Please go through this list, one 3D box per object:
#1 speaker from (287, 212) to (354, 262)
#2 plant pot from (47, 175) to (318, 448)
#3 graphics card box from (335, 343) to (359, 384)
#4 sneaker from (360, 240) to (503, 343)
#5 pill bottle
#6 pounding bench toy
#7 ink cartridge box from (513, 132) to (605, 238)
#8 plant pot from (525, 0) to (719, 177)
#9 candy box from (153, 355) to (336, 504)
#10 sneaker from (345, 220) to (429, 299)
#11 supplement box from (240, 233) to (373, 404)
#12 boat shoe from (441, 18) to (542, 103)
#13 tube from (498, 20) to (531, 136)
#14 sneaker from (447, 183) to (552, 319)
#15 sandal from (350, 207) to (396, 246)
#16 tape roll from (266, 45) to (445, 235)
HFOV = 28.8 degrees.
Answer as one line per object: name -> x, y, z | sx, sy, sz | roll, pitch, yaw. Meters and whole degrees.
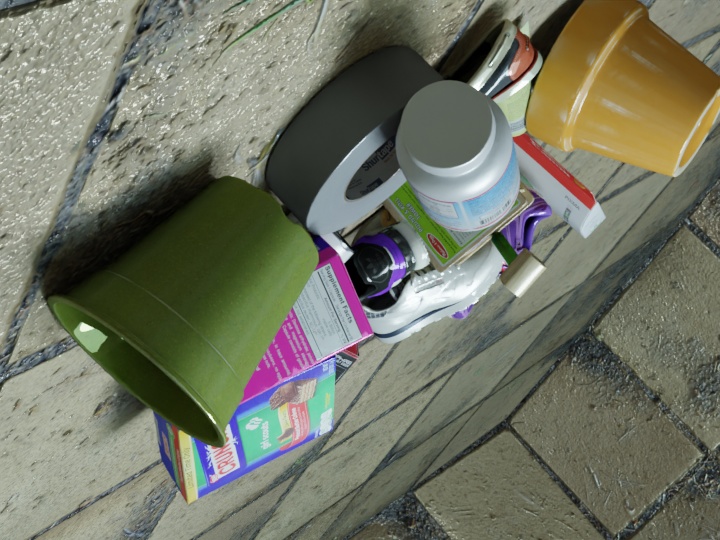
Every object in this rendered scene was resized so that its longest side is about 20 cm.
speaker -> -0.104, 0.021, 1.493 | 0.200, 0.081, 0.081 | -44, 165, 4
plant pot -> -0.140, 0.022, 1.250 | 0.190, 0.200, 0.200 | -51, 169, -20
graphics card box -> -0.076, 0.129, 1.810 | 0.200, 0.051, 0.126 | -51, -157, 29
sneaker -> 0.087, 0.013, 1.732 | 0.200, 0.076, 0.081 | -35, 135, 3
pill bottle -> 0.092, -0.109, 1.319 | 0.109, 0.109, 0.200 | -42, 165, -1
pounding bench toy -> 0.134, -0.059, 1.598 | 0.124, 0.200, 0.156 | -40, 175, 11
ink cartridge box -> 0.241, -0.121, 1.829 | 0.050, 0.161, 0.200 | -48, 165, 7
plant pot -> 0.326, -0.209, 1.665 | 0.200, 0.183, 0.200 | -51, 161, -25
candy box -> -0.131, 0.158, 1.597 | 0.200, 0.077, 0.169 | -24, 148, -19
sneaker -> 0.000, -0.001, 1.567 | 0.099, 0.070, 0.200 | -30, 177, -17
supplement box -> -0.104, 0.054, 1.399 | 0.200, 0.103, 0.101 | -27, -156, -10
boat shoe -> 0.099, -0.184, 1.481 | 0.200, 0.071, 0.063 | -39, 127, 15
tube -> 0.172, -0.216, 1.616 | 0.052, 0.058, 0.200 | -4, 163, 6
sneaker -> 0.176, -0.018, 1.818 | 0.200, 0.083, 0.081 | -57, 158, 4
sandal -> 0.061, -0.061, 1.696 | 0.200, 0.080, 0.054 | -43, 168, -13
tape roll -> 0.003, -0.127, 1.381 | 0.200, 0.066, 0.200 | -40, 166, -12
